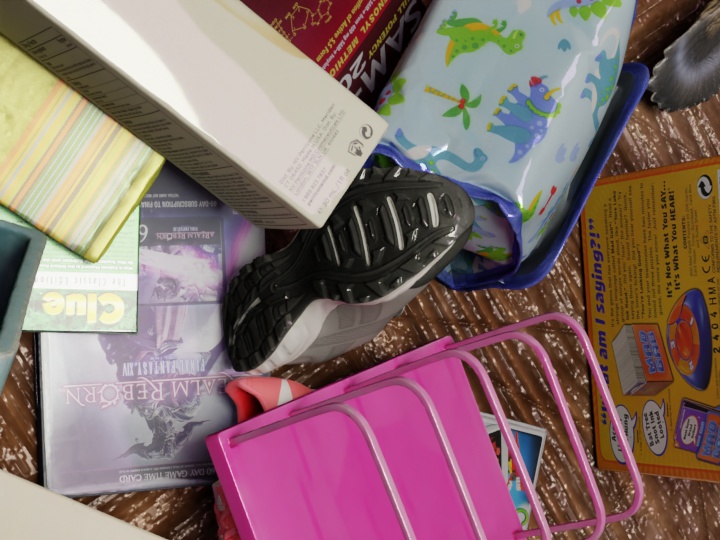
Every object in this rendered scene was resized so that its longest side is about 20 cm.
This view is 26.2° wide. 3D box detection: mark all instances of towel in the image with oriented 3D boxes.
[{"bbox_3d":[-0.204,-0.093,0.848,0.200,0.018,0.086,35,83,-13],"label":"towel"}]

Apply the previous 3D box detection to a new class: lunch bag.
[{"bbox_3d":[0.088,-0.086,0.936,0.127,0.200,0.170,26,77,11],"label":"lunch bag"}]

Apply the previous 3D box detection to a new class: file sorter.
[{"bbox_3d":[0.045,0.116,0.864,0.200,0.125,0.139,-20,88,-44],"label":"file sorter"}]

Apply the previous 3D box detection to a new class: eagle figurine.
[{"bbox_3d":[0.272,-0.214,1.073,0.200,0.151,0.152,-16,50,4],"label":"eagle figurine"}]

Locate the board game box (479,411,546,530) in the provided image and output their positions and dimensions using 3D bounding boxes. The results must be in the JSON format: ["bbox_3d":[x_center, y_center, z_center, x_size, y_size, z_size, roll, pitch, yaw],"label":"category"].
[{"bbox_3d":[0.039,0.184,0.980,0.126,0.035,0.200,16,81,-22],"label":"board game box"}]

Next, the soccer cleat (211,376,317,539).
[{"bbox_3d":[-0.058,0.158,0.890,0.073,0.068,0.200,21,66,-29],"label":"soccer cleat"}]

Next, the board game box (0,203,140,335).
[{"bbox_3d":[-0.223,-0.017,0.863,0.200,0.023,0.105,3,85,-17],"label":"board game box"}]

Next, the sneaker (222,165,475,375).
[{"bbox_3d":[0.000,0.000,0.874,0.079,0.200,0.074,3,66,-37],"label":"sneaker"}]

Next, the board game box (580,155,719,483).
[{"bbox_3d":[0.284,0.028,1.008,0.199,0.200,0.200,-3,88,-25],"label":"board game box"}]

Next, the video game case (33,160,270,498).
[{"bbox_3d":[-0.123,0.030,0.922,0.143,0.019,0.200,-2,88,-25],"label":"video game case"}]

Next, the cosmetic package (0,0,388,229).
[{"bbox_3d":[-0.094,-0.107,0.813,0.200,0.105,0.071,38,77,-22],"label":"cosmetic package"}]

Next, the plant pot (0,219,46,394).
[{"bbox_3d":[-0.276,0.075,0.746,0.196,0.196,0.200,14,105,-11],"label":"plant pot"}]

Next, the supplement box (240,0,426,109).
[{"bbox_3d":[-0.029,-0.151,0.901,0.109,0.061,0.200,-56,141,-16],"label":"supplement box"}]

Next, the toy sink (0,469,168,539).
[{"bbox_3d":[-0.166,0.219,0.765,0.130,0.112,0.200,22,69,3],"label":"toy sink"}]
